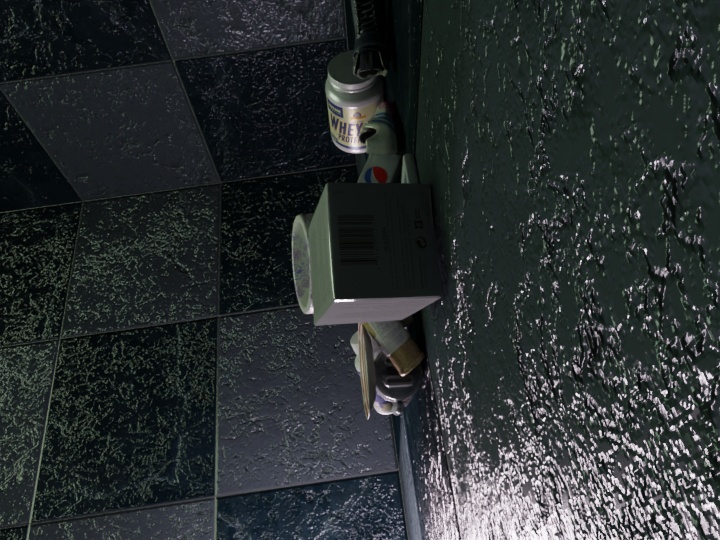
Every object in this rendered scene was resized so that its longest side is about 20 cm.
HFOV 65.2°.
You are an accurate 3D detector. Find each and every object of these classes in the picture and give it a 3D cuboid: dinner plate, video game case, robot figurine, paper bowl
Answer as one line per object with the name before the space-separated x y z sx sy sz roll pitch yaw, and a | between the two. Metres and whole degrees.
dinner plate | 0.014 0.206 1.187 0.200 0.023 0.209 175 90 -87
video game case | 0.094 -0.067 0.992 0.183 0.022 0.208 85 177 -68
robot figurine | 0.080 0.231 1.256 0.201 0.108 0.177 87 -176 -74
paper bowl | -0.080 -0.017 1.185 0.200 0.100 0.210 175 90 -74

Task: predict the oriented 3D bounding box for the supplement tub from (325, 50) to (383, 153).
supplement tub | -0.012 -0.408 1.372 0.203 0.139 0.149 84 178 -55

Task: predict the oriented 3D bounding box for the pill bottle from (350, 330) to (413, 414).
pill bottle | 0.052 0.248 1.437 0.120 0.116 0.205 -100 -14 -73

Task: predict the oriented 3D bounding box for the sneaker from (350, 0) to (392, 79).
sneaker | 0.015 -0.452 1.033 0.204 0.074 0.152 65 -153 -63

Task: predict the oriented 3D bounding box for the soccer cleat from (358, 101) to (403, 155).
soccer cleat | 0.034 -0.290 1.136 0.202 0.083 0.072 -98 1 -58

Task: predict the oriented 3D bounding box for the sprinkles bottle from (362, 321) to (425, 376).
sprinkles bottle | 0.047 0.112 1.135 0.202 0.068 0.068 52 176 5

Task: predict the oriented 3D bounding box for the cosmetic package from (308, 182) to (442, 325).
cosmetic package | 0.012 -0.019 0.870 0.200 0.160 0.174 134 133 -71

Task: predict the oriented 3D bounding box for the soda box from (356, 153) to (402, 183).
soda box | 0.021 -0.140 1.115 0.064 0.066 0.205 83 -153 -63

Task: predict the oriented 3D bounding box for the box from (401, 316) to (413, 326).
box | 0.040 0.048 1.297 0.206 0.080 0.068 66 154 12
